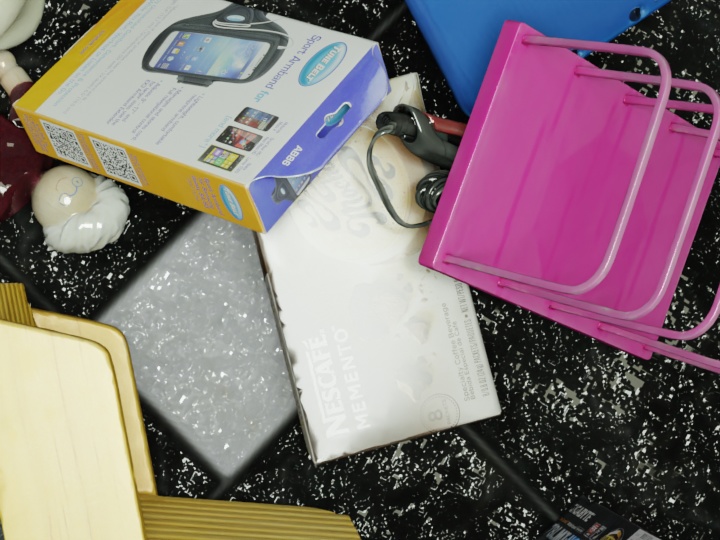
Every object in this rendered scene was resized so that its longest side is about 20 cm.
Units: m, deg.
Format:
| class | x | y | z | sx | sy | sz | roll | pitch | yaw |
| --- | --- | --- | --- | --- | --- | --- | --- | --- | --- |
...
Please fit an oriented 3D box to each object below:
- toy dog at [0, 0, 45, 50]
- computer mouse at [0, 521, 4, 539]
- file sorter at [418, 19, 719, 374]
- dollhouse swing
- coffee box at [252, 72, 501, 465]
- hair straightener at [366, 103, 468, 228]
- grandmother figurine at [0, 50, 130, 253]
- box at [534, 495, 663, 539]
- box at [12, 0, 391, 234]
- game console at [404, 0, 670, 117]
| class | x | y | z | sx | sy | sz | roll | pitch | yaw |
| --- | --- | --- | --- | --- | --- | --- | --- | --- | --- |
| toy dog | -0.221 | -0.235 | 0.927 | 0.193 | 0.139 | 0.202 | 25 | 71 | -43 |
| computer mouse | -0.209 | 0.193 | 0.989 | 0.058 | 0.034 | 0.201 | -27 | 97 | -19 |
| file sorter | 0.160 | -0.029 | 0.924 | 0.199 | 0.125 | 0.140 | 22 | 87 | -41 |
| dollhouse swing | -0.100 | 0.083 | 0.909 | 0.174 | 0.200 | 0.183 | -11 | 90 | -4 |
| coffee box | 0.000 | 0.000 | 0.979 | 0.112 | 0.080 | 0.202 | -14 | 90 | -5 |
| hair straightener | 0.075 | -0.045 | 0.946 | 0.199 | 0.041 | 0.078 | 13 | 69 | -47 |
| grandmother figurine | -0.224 | -0.071 | 0.971 | 0.199 | 0.061 | 0.122 | 31 | 83 | -3 |
| box | 0.191 | 0.223 | 0.936 | 0.050 | 0.199 | 0.200 | -40 | 92 | -2 |
| box | -0.078 | -0.091 | 0.918 | 0.199 | 0.042 | 0.119 | 22 | 57 | 32 |
| game console | 0.092 | -0.221 | 0.981 | 0.199 | 0.119 | 0.171 | -33 | 61 | -5 |
